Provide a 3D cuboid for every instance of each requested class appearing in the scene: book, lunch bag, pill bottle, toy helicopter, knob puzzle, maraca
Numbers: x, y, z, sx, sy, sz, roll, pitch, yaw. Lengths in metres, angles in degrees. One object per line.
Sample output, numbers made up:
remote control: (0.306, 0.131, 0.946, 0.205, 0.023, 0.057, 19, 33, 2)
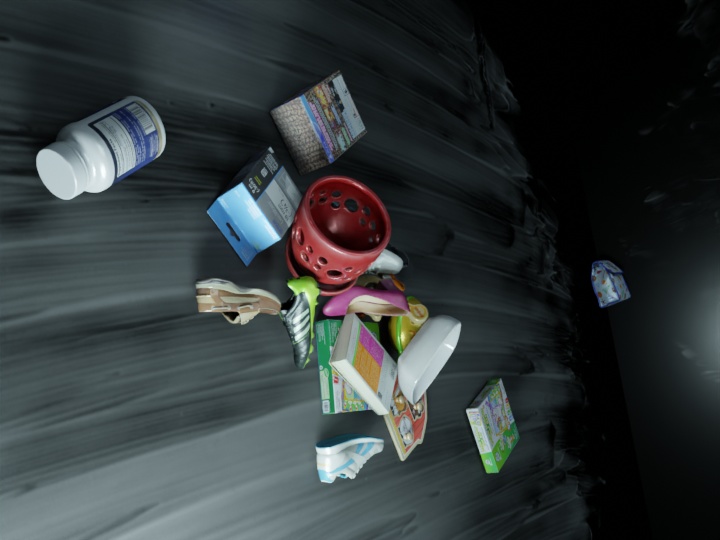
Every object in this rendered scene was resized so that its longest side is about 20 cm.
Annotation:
book: (0.016, 0.210, 1.584, 0.201, 0.047, 0.136, 52, 38, -32)
lunch bag: (1.127, 0.050, 3.183, 0.168, 0.122, 0.205, -2, 69, -53)
pill bottle: (-0.416, -0.195, 1.129, 0.113, 0.109, 0.200, 62, 38, -18)
toy helicopter: (0.070, 0.066, 1.646, 0.080, 0.195, 0.134, 97, 17, -55)
knob puzzle: (0.126, 0.346, 1.774, 0.217, 0.030, 0.227, 23, 60, -49)
maraca: (0.120, 0.167, 1.761, 0.136, 0.104, 0.207, 18, 76, -57)

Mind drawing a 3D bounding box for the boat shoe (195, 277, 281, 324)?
boat shoe: (-0.234, 0.067, 1.337, 0.197, 0.074, 0.074, 17, 73, -44)

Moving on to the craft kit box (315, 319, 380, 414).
craft kit box: (-0.020, 0.220, 1.603, 0.195, 0.047, 0.207, 10, 71, -55)

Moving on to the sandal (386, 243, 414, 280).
sandal: (0.084, -0.034, 1.826, 0.199, 0.042, 0.078, 35, 53, -43)

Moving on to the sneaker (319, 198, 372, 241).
sneaker: (-0.049, -0.117, 1.662, 0.200, 0.078, 0.097, 44, 24, -35)

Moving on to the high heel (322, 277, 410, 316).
high heel: (0.016, 0.080, 1.542, 0.196, 0.068, 0.097, -21, 58, -26)

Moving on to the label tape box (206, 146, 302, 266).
label tape box: (-0.207, -0.132, 1.438, 0.146, 0.062, 0.202, 55, 40, -26)

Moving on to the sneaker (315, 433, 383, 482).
sneaker: (-0.023, 0.402, 1.522, 0.197, 0.075, 0.084, 1, 86, -48)

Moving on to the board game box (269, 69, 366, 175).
board game box: (-0.093, -0.346, 1.634, 0.200, 0.095, 0.163, -48, 118, -49)

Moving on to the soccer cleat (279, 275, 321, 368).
soccer cleat: (-0.131, 0.106, 1.440, 0.078, 0.068, 0.206, 2, 112, -15)

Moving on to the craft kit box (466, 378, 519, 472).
craft kit box: (0.397, 0.459, 2.092, 0.196, 0.048, 0.205, -31, 104, -51)

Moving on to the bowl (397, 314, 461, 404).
bowl: (0.153, 0.199, 1.646, 0.201, 0.074, 0.201, -50, 162, -17)

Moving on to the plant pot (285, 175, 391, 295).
plant pot: (-0.057, -0.067, 1.471, 0.195, 0.183, 0.205, 14, 54, -20)

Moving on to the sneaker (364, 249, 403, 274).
sneaker: (0.000, 0.000, 1.616, 0.194, 0.074, 0.118, 16, 55, -8)
